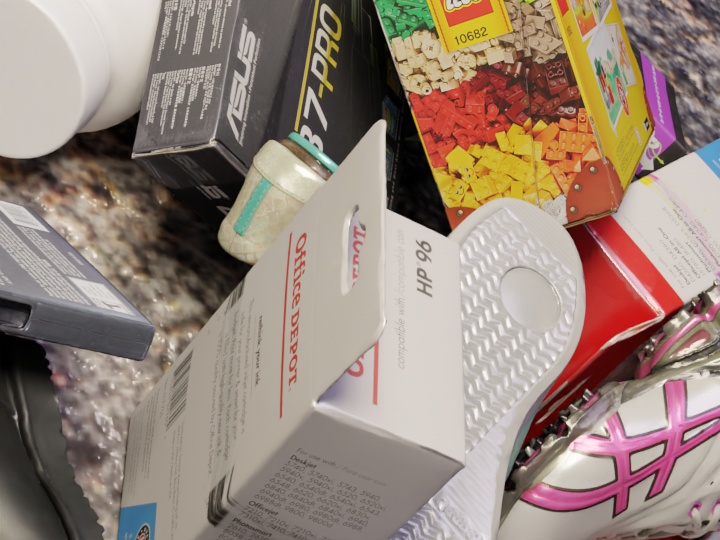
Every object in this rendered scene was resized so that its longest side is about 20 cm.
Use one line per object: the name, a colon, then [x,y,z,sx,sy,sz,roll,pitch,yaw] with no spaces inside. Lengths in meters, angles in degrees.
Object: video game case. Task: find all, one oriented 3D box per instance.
video game case: [-0.192,-0.017,0.818,0.199,0.019,0.143,14,13,-34]

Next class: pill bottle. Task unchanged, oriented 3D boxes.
pill bottle: [-0.120,-0.135,0.982,0.113,0.113,0.200,39,38,-4]

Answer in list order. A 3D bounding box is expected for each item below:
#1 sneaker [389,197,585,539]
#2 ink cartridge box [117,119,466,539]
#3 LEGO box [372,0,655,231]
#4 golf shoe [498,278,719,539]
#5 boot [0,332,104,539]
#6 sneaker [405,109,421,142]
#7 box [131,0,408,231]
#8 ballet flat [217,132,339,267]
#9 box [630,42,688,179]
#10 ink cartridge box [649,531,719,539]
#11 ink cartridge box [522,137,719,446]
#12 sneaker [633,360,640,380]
sneaker: [0.025,0.066,0.899,0.073,0.118,0.201,30,57,-11]
ink cartridge box: [-0.018,0.052,0.817,0.068,0.200,0.117,23,41,-22]
LEGO box: [0.075,-0.108,1.014,0.200,0.077,0.150,-48,119,-71]
golf shoe: [0.127,0.086,0.931,0.200,0.073,0.092,-38,83,-11]
boot: [-0.180,0.079,0.755,0.162,0.073,0.199,14,38,-35]
sneaker: [-0.019,-0.145,1.116,0.084,0.075,0.201,4,41,-40]
box: [-0.031,-0.105,0.979,0.161,0.049,0.201,42,49,-51]
ballet flat: [0.000,0.000,0.926,0.067,0.063,0.200,37,2,36]
box: [0.101,-0.143,1.194,0.200,0.036,0.143,45,17,-9]
ink cartridge box: [0.127,0.160,0.971,0.174,0.044,0.200,49,38,7]
ink cartridge box: [0.120,0.014,1.045,0.067,0.116,0.200,51,38,11]
sneaker: [0.208,0.076,1.066,0.115,0.075,0.200,53,16,16]
